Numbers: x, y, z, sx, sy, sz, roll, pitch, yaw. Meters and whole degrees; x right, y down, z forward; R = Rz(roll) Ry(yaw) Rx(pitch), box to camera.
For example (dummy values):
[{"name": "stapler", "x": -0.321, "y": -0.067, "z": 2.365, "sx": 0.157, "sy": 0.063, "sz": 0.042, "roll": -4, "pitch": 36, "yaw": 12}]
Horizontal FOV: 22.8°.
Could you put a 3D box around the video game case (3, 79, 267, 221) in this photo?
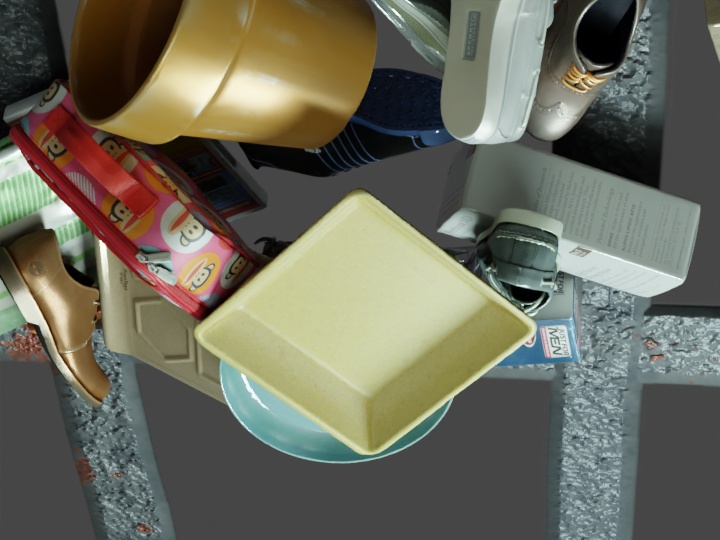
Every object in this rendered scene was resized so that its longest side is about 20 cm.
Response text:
[{"name": "video game case", "x": -0.191, "y": -0.097, "z": 1.539, "sx": 0.142, "sy": 0.018, "sz": 0.200, "roll": -18, "pitch": 136, "yaw": 24}]

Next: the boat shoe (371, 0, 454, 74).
[{"name": "boat shoe", "x": 0.034, "y": -0.218, "z": 1.365, "sx": 0.064, "sy": 0.075, "sz": 0.202, "roll": -8, "pitch": 143, "yaw": 44}]

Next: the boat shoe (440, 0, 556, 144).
[{"name": "boat shoe", "x": 0.114, "y": -0.193, "z": 1.338, "sx": 0.068, "sy": 0.202, "sz": 0.072, "roll": 3, "pitch": -175, "yaw": -42}]

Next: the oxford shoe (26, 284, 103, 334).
[{"name": "oxford shoe", "x": -0.216, "y": 0.033, "z": 1.653, "sx": 0.198, "sy": 0.072, "sz": 0.073, "roll": -15, "pitch": 136, "yaw": 21}]

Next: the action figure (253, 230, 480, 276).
[{"name": "action figure", "x": 0.000, "y": 0.000, "z": 1.534, "sx": 0.198, "sy": 0.131, "sz": 0.070, "roll": 15, "pitch": 135, "yaw": 16}]

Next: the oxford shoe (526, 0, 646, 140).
[{"name": "oxford shoe", "x": 0.167, "y": -0.167, "z": 1.380, "sx": 0.071, "sy": 0.073, "sz": 0.201, "roll": 14, "pitch": 135, "yaw": -6}]

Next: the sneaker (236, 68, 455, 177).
[{"name": "sneaker", "x": -0.007, "y": -0.117, "z": 1.478, "sx": 0.198, "sy": 0.071, "sz": 0.078, "roll": 3, "pitch": 143, "yaw": 11}]

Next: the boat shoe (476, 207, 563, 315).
[{"name": "boat shoe", "x": 0.125, "y": 0.003, "z": 1.441, "sx": 0.072, "sy": 0.062, "sz": 0.200, "roll": 12, "pitch": 168, "yaw": 3}]

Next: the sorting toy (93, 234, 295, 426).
[{"name": "sorting toy", "x": -0.138, "y": 0.029, "z": 1.545, "sx": 0.198, "sy": 0.036, "sz": 0.186, "roll": 21, "pitch": 133, "yaw": 22}]

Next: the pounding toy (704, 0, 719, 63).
[{"name": "pounding toy", "x": 0.293, "y": -0.256, "z": 1.219, "sx": 0.182, "sy": 0.202, "sz": 0.142, "roll": -8, "pitch": 161, "yaw": 16}]

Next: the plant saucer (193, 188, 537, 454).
[{"name": "plant saucer", "x": 0.004, "y": 0.033, "z": 1.409, "sx": 0.199, "sy": 0.049, "sz": 0.200, "roll": 36, "pitch": 121, "yaw": -25}]

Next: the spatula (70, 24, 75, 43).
[{"name": "spatula", "x": -0.230, "y": -0.160, "z": 1.495, "sx": 0.056, "sy": 0.021, "sz": 0.200, "roll": 19, "pitch": 138, "yaw": -17}]

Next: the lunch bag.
[{"name": "lunch bag", "x": -0.179, "y": -0.059, "z": 1.398, "sx": 0.082, "sy": 0.200, "sz": 0.176, "roll": -46, "pitch": 157, "yaw": -1}]

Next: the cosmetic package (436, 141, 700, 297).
[{"name": "cosmetic package", "x": 0.171, "y": -0.044, "z": 1.486, "sx": 0.198, "sy": 0.075, "sz": 0.102, "roll": 16, "pitch": 168, "yaw": -7}]

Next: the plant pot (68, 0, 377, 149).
[{"name": "plant pot", "x": -0.095, "y": -0.179, "z": 1.354, "sx": 0.182, "sy": 0.202, "sz": 0.200, "roll": 17, "pitch": 137, "yaw": -32}]

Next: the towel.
[{"name": "towel", "x": -0.305, "y": -0.029, "z": 1.546, "sx": 0.152, "sy": 0.023, "sz": 0.201, "roll": -27, "pitch": 141, "yaw": -10}]

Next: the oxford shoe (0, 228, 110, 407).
[{"name": "oxford shoe", "x": -0.255, "y": 0.045, "z": 1.579, "sx": 0.071, "sy": 0.071, "sz": 0.201, "roll": -32, "pitch": 136, "yaw": -13}]

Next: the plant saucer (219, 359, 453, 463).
[{"name": "plant saucer", "x": -0.018, "y": 0.081, "z": 1.494, "sx": 0.198, "sy": 0.028, "sz": 0.202, "roll": 1, "pitch": 129, "yaw": 1}]

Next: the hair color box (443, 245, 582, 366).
[{"name": "hair color box", "x": 0.095, "y": 0.033, "z": 1.580, "sx": 0.198, "sy": 0.101, "sz": 0.061, "roll": -4, "pitch": 135, "yaw": 13}]
